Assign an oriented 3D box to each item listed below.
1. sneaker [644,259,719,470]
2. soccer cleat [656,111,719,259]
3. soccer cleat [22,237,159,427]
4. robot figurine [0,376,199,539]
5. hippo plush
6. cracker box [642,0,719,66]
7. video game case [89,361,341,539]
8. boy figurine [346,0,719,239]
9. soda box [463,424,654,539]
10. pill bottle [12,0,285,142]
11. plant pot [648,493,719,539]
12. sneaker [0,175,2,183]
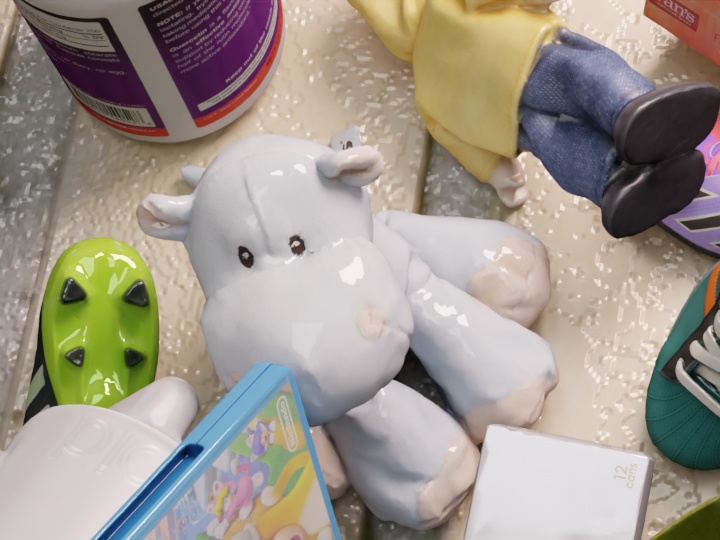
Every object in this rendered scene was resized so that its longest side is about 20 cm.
[{"bbox_3d":[0.171,0.011,0.823,0.071,0.080,0.200,43,121,15],"label":"sneaker"},{"bbox_3d":[0.199,-0.026,0.885,0.200,0.073,0.068,30,77,17],"label":"soccer cleat"},{"bbox_3d":[-0.122,0.085,0.899,0.067,0.081,0.200,8,92,-11],"label":"soccer cleat"},{"bbox_3d":[-0.116,0.131,0.782,0.170,0.113,0.200,42,54,-10],"label":"robot figurine"},{"bbox_3d":[0.000,0.000,0.857,0.159,0.161,0.200,-13,69,4],"label":"hippo plush"},{"bbox_3d":[0.240,-0.155,0.917,0.134,0.058,0.200,38,67,19],"label":"cracker box"},{"bbox_3d":[-0.067,0.147,0.738,0.018,0.143,0.200,9,38,32],"label":"video game case"},{"bbox_3d":[0.066,-0.089,0.915,0.064,0.125,0.200,-22,42,-30],"label":"boy figurine"},{"bbox_3d":[0.066,0.165,0.817,0.068,0.064,0.200,11,86,11],"label":"soda box"},{"bbox_3d":[-0.102,-0.142,0.903,0.112,0.200,0.113,-3,70,7],"label":"pill bottle"},{"bbox_3d":[0.124,0.209,0.682,0.200,0.200,0.193,-42,87,-8],"label":"plant pot"},{"bbox_3d":[-0.208,-0.064,0.969,0.088,0.077,0.200,14,78,-1],"label":"sneaker"}]
